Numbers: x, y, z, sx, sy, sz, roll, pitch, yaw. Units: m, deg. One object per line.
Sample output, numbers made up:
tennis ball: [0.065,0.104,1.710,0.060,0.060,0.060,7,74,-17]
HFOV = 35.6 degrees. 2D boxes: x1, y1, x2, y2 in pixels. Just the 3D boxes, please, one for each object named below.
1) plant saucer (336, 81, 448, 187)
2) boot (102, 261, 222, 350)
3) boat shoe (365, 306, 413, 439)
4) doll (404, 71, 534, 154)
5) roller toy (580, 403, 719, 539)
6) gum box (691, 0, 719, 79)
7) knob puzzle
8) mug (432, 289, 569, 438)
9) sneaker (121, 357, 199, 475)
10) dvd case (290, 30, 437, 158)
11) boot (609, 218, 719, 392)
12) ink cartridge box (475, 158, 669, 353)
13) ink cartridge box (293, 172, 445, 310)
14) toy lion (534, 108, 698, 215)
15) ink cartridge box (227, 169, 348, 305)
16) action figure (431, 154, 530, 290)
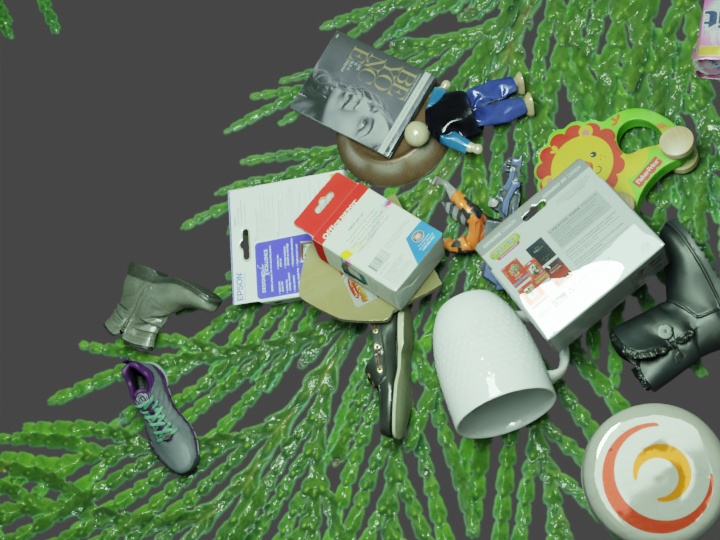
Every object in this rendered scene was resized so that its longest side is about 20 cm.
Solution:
plant saucer: [0.049,-0.233,1.784,0.199,0.037,0.202,-5,74,18]
boot: [-0.319,0.073,1.816,0.199,0.068,0.131,17,85,30]
boat shoe: [0.042,0.151,1.656,0.063,0.074,0.203,-5,67,16]
doll: [0.163,-0.235,1.715,0.199,0.049,0.137,-18,68,0]
roller toy: [0.383,0.267,1.466,0.200,0.140,0.182,-45,76,-2]
gum box: [0.581,-0.339,1.610,0.199,0.066,0.114,6,75,21]
knob puzzle: [0.000,0.000,1.697,0.218,0.031,0.221,-4,63,8]
mug: [0.200,0.120,1.583,0.199,0.148,0.176,-10,59,-15]
sneaker: [-0.322,0.229,1.751,0.074,0.088,0.201,-35,66,7]
dvd case: [0.003,-0.282,1.786,0.199,0.016,0.149,29,85,24]
boot: [0.415,0.048,1.551,0.167,0.076,0.201,-28,74,6]
ink cartridge box: [0.287,-0.022,1.537,0.200,0.084,0.176,-39,64,5]
ink cartridge box: [0.012,-0.046,1.662,0.199,0.067,0.116,33,72,23]
toy lion: [0.362,-0.158,1.644,0.200,0.069,0.192,-48,58,1]
ink cartridge box: [-0.109,-0.049,1.780,0.199,0.043,0.200,-8,73,14]
action figure: [0.197,-0.084,1.656,0.192,0.105,0.201,20,107,18]
